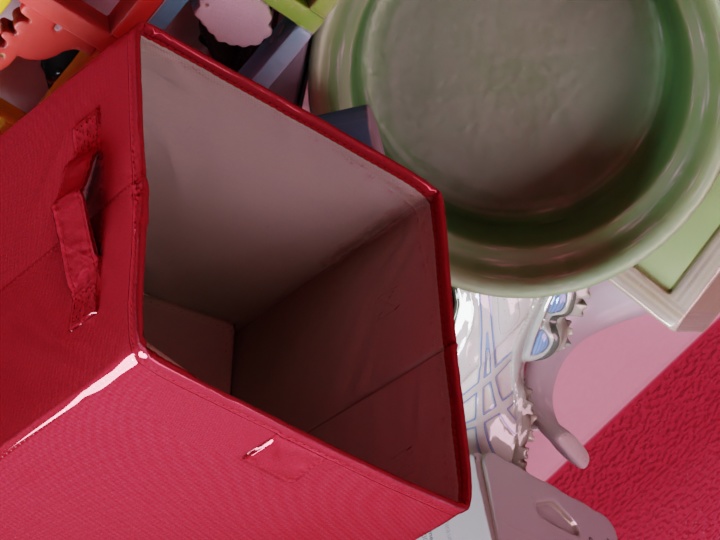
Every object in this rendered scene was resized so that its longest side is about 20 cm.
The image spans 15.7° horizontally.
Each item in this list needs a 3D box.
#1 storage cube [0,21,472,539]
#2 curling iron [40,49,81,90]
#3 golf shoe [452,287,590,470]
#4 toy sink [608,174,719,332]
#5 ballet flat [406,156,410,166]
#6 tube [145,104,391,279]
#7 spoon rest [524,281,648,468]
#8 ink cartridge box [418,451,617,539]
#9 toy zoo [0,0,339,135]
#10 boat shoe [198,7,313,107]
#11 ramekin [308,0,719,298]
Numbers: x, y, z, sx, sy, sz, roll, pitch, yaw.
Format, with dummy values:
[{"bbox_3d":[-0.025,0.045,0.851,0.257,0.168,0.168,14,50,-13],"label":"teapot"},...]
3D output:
[{"bbox_3d":[-0.080,0.040,1.086,0.200,0.171,0.180,29,132,-35],"label":"storage cube"},{"bbox_3d":[-0.141,-0.083,1.188,0.049,0.026,0.201,-19,132,-24],"label":"curling iron"},{"bbox_3d":[0.053,0.059,1.438,0.097,0.078,0.201,6,117,-17],"label":"golf shoe"},{"bbox_3d":[0.178,-0.085,1.338,0.200,0.130,0.112,-52,166,9],"label":"toy sink"},{"bbox_3d":[0.000,0.000,1.346,0.071,0.071,0.200,8,117,-42],"label":"ballet flat"},{"bbox_3d":[-0.086,-0.026,1.172,0.199,0.050,0.078,-13,121,4],"label":"tube"},{"bbox_3d":[0.155,0.014,1.490,0.200,0.061,0.099,-54,140,-11],"label":"spoon rest"},{"bbox_3d":[0.033,0.192,1.438,0.200,0.088,0.145,-31,143,24],"label":"ink cartridge box"},{"bbox_3d":[-0.104,-0.102,1.156,0.131,0.020,0.200,32,112,-27],"label":"toy zoo"},{"bbox_3d":[-0.050,-0.107,1.215,0.056,0.069,0.201,14,104,3],"label":"boat shoe"},{"bbox_3d":[0.075,-0.094,1.237,0.199,0.098,0.201,0,101,0],"label":"ramekin"}]
